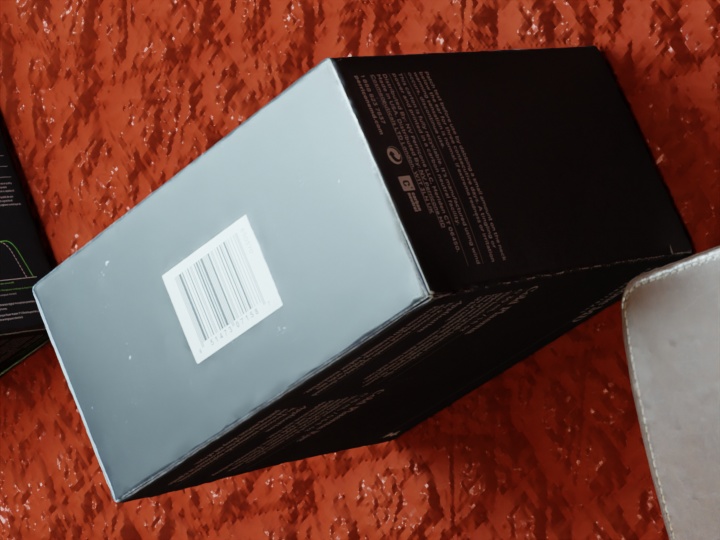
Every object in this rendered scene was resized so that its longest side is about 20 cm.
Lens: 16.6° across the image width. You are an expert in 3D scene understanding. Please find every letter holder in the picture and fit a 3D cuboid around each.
[{"bbox_3d":[0.160,0.094,0.961,0.142,0.100,0.202,-22,81,42],"label":"letter holder"}]

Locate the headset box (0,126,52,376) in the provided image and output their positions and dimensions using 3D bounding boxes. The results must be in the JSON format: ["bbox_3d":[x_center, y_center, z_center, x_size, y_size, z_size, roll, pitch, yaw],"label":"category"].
[{"bbox_3d":[-0.268,-0.023,1.319,0.174,0.092,0.201,-33,73,38],"label":"headset box"}]

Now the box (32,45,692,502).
[{"bbox_3d":[0.000,0.000,1.033,0.200,0.181,0.105,-34,73,37],"label":"box"}]
